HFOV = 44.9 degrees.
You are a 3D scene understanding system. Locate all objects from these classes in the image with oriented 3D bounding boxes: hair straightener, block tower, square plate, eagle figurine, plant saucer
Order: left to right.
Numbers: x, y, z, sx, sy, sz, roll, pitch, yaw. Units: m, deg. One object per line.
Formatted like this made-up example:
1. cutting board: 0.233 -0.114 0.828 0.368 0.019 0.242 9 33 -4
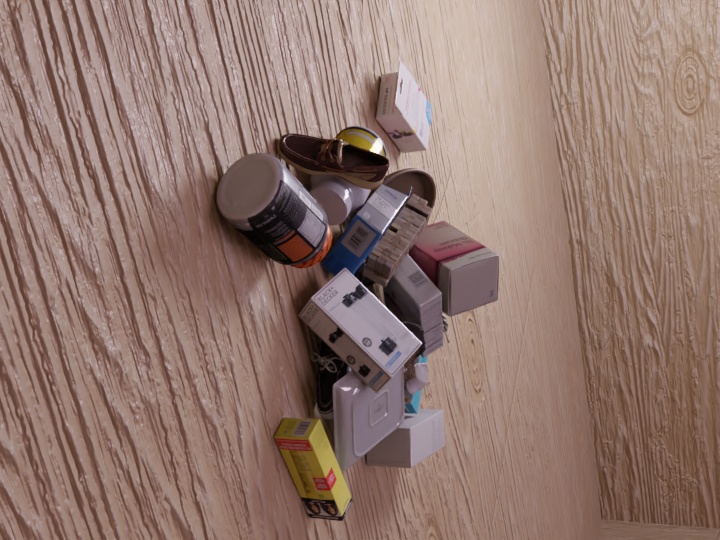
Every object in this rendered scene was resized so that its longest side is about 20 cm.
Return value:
1. hair straightener: 0.000 0.000 1.759 0.200 0.040 0.078 -36 120 -56
2. square plate: 0.024 0.251 1.606 0.199 0.028 0.200 -31 130 -43
3. eagle figurine: 0.064 0.186 1.738 0.200 0.149 0.153 132 -61 -83
4. plant saucer: 0.072 -0.127 1.804 0.198 0.029 0.202 -25 138 -24
5. block tower: 0.077 -0.062 1.725 0.201 0.054 0.058 -55 168 -33

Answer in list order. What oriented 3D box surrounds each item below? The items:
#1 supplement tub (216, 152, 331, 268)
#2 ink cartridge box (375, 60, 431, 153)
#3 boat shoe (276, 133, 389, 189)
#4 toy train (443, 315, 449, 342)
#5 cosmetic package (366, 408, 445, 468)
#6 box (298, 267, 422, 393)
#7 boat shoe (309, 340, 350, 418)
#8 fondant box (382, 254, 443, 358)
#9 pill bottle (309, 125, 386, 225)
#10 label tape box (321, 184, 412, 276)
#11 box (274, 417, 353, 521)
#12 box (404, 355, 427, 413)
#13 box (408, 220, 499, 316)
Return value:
1. supplement tub: -0.129 -0.087 1.383 0.200 0.121 0.124 46 47 -55
2. ink cartridge box: 0.091 -0.362 1.942 0.200 0.067 0.117 43 50 -57
3. boat shoe: -0.044 -0.202 1.506 0.072 0.198 0.073 125 -18 -58
4. toy train: 0.158 0.066 1.981 0.202 0.084 0.116 64 13 0
5. cosmetic package: 0.097 0.350 1.840 0.199 0.106 0.086 -8 96 -63
6. box: 0.000 0.105 1.554 0.200 0.060 0.116 45 46 6
7. boat shoe: -0.050 0.165 1.584 0.068 0.073 0.202 39 59 -47
8. fondant box: 0.106 0.068 1.791 0.058 0.145 0.201 -29 147 -15
9. pill bottle: -0.029 -0.174 1.617 0.201 0.111 0.113 -63 141 -47
10. label tape box: 0.016 -0.085 1.672 0.066 0.144 0.200 35 37 -2
11. box: -0.079 0.344 1.505 0.050 0.074 0.202 -58 139 -49
12. box: 0.096 0.205 1.882 0.049 0.081 0.202 59 37 -50
13. box: 0.179 -0.008 1.809 0.127 0.200 0.110 -17 121 -25
